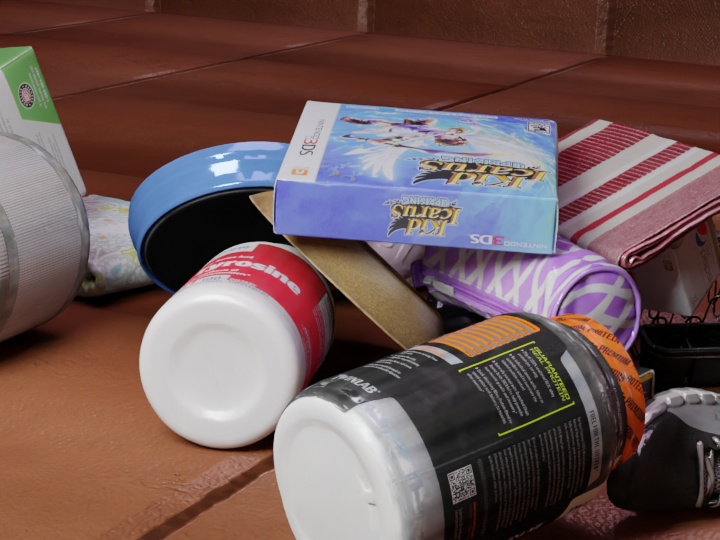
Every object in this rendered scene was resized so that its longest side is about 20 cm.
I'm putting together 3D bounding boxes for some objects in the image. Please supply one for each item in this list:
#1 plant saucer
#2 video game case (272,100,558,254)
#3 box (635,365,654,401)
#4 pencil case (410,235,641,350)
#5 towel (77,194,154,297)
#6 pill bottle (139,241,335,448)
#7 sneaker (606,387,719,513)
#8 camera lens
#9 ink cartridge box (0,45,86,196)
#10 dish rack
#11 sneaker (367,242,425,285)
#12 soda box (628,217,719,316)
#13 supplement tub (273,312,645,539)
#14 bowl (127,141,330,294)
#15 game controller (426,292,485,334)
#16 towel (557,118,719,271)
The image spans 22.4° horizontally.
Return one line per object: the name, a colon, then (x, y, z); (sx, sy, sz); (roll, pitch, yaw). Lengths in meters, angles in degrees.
plant saucer: (0.000, 0.000, 1.378); (0.200, 0.035, 0.200); (44, 2, -2)
video game case: (0.045, -0.072, 1.332); (0.198, 0.046, 0.182); (4, 24, 4)
box: (0.087, 0.096, 1.243); (0.159, 0.050, 0.199); (10, 16, 34)
pencil case: (0.117, 0.011, 1.316); (0.085, 0.085, 0.200); (-14, 19, -26)
towel: (-0.243, -0.021, 1.665); (0.199, 0.049, 0.171); (13, 21, 37)
pill bottle: (-0.079, 0.043, 1.290); (0.111, 0.113, 0.200); (4, 14, 8)
sneaker: (0.249, 0.118, 1.129); (0.115, 0.076, 0.199); (18, 20, 41)
camera lens: (-0.313, -0.016, 1.387); (0.158, 0.162, 0.200); (8, 15, 22)
ink cartridge box: (-0.347, -0.084, 1.565); (0.084, 0.147, 0.200); (3, 31, 37)
dish rack: (0.273, 0.016, 1.455); (0.152, 0.055, 0.201); (-1, 38, -9)
sneaker: (0.039, -0.034, 1.645); (0.077, 0.100, 0.199); (14, 18, 40)
soda box: (0.178, -0.021, 1.416); (0.199, 0.069, 0.064); (9, 44, 39)
supplement tub: (0.060, 0.097, 1.031); (0.199, 0.124, 0.122); (-18, 23, -35)
bowl: (-0.091, -0.032, 1.496); (0.198, 0.201, 0.040); (-4, 59, -3)
game controller: (0.102, 0.029, 1.522); (0.103, 0.042, 0.200); (-20, 11, 10)
towel: (0.189, -0.060, 1.378); (0.143, 0.023, 0.200); (-28, 28, -21)
